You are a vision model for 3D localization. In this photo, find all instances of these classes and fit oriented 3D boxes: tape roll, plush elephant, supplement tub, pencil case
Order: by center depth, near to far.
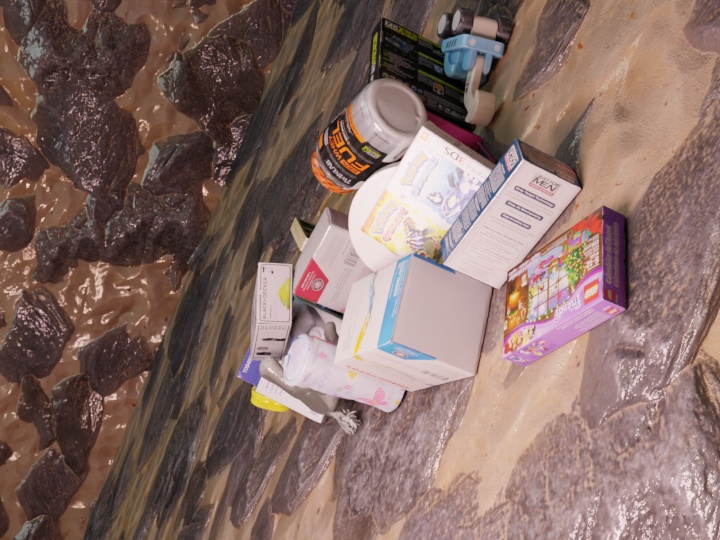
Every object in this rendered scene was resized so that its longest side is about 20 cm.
[{"bbox_3d":[0.081,-0.074,1.549,0.203,0.203,0.037,-58,0,25],"label":"tape roll"},{"bbox_3d":[-0.024,0.168,1.561,0.091,0.200,0.083,-45,35,47],"label":"pencil case"},{"bbox_3d":[0.009,-0.212,1.579,0.200,0.122,0.123,-39,35,49],"label":"supplement tub"},{"bbox_3d":[-0.043,0.166,1.697,0.155,0.200,0.165,-53,10,-32],"label":"plush elephant"}]

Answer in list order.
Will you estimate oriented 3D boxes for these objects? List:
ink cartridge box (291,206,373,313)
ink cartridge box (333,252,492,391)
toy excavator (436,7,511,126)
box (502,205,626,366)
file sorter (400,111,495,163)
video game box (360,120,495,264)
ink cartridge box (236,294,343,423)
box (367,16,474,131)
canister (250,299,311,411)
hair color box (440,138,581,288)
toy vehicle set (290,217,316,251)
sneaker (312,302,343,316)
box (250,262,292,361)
[{"bbox_3d":[0.000,0.000,1.671,0.148,0.200,0.086,-60,20,20],"label":"ink cartridge box"},{"bbox_3d":[0.075,0.084,1.467,0.200,0.147,0.145,-28,45,60],"label":"ink cartridge box"},{"bbox_3d":[0.200,-0.355,1.712,0.194,0.100,0.200,-157,76,-72],"label":"toy excavator"},{"bbox_3d":[0.255,0.023,1.229,0.200,0.039,0.137,-41,33,51],"label":"box"},{"bbox_3d":[0.112,-0.143,1.623,0.200,0.139,0.125,-60,23,20],"label":"file sorter"},{"bbox_3d":[0.125,-0.096,1.481,0.200,0.182,0.047,-59,-7,24],"label":"video game box"},{"bbox_3d":[-0.119,0.157,1.836,0.200,0.200,0.041,-67,-14,4],"label":"ink cartridge box"},{"bbox_3d":[0.110,-0.346,1.747,0.048,0.200,0.193,-51,27,41],"label":"box"},{"bbox_3d":[-0.154,0.164,1.956,0.149,0.086,0.200,-56,-22,-75],"label":"canister"},{"bbox_3d":[0.207,-0.077,1.366,0.200,0.100,0.061,-55,22,32],"label":"hair color box"},{"bbox_3d":[-0.026,-0.034,1.774,0.027,0.200,0.124,-64,21,14],"label":"toy vehicle set"},{"bbox_3d":[-0.052,0.106,1.897,0.089,0.078,0.200,3,81,62],"label":"sneaker"},{"bbox_3d":[-0.160,0.077,1.724,0.200,0.060,0.117,110,161,-64],"label":"box"}]
